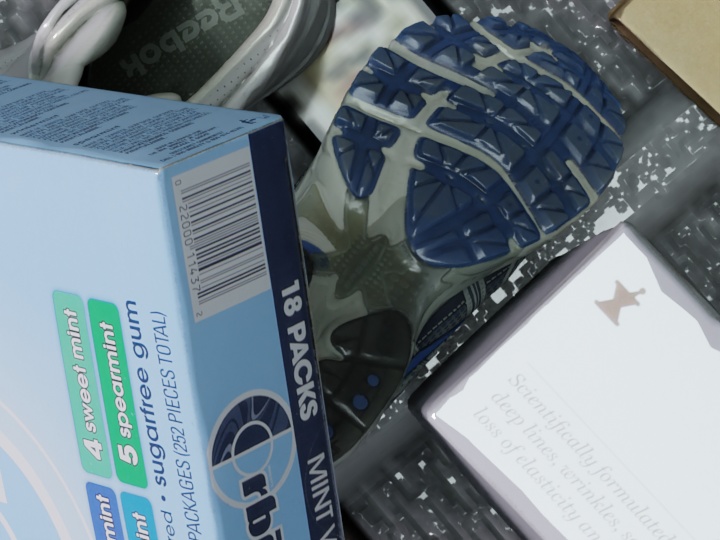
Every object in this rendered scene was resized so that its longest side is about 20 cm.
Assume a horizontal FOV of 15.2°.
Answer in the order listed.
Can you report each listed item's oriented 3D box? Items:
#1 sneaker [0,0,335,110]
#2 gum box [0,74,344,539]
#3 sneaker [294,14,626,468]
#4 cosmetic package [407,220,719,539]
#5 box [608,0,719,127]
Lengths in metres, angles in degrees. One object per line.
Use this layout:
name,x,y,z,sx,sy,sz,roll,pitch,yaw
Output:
sneaker,-0.097,-0.039,0.783,0.200,0.116,0.074,-39,90,2
gum box,-0.091,0.035,0.711,0.044,0.200,0.171,-25,116,-40
sneaker,0.000,0.000,0.787,0.077,0.085,0.200,43,56,6
cosmetic package,0.071,0.050,0.734,0.074,0.200,0.102,-44,88,-1
box,0.202,-0.094,0.826,0.163,0.021,0.200,43,89,2
